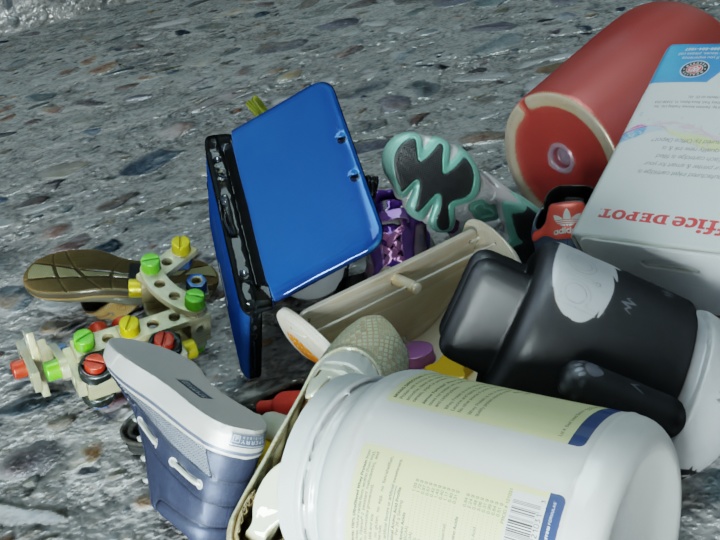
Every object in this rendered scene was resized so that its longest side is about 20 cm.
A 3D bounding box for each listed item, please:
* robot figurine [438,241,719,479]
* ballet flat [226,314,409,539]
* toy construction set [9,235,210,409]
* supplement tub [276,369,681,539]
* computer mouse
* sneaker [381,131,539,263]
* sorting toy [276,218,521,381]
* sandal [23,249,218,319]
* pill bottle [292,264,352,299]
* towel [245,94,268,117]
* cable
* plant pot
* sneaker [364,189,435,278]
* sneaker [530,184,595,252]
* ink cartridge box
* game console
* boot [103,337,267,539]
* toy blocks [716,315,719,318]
[{"bbox_3d":[0.152,0.060,0.678,0.200,0.125,0.150,24,49,0],"label":"robot figurine"},{"bbox_3d":[-0.024,0.113,0.681,0.067,0.062,0.200,24,73,13],"label":"ballet flat"},{"bbox_3d":[-0.219,0.055,0.926,0.200,0.092,0.131,-27,54,-13],"label":"toy construction set"},{"bbox_3d":[0.066,0.136,0.592,0.200,0.145,0.145,9,33,35],"label":"supplement tub"},{"bbox_3d":[0.000,0.000,0.915,0.034,0.059,0.200,17,63,-12],"label":"computer mouse"},{"bbox_3d":[0.080,-0.077,0.989,0.078,0.200,0.140,-54,29,4],"label":"sneaker"},{"bbox_3d":[0.070,0.068,0.789,0.200,0.107,0.180,-25,38,-28],"label":"sorting toy"},{"bbox_3d":[-0.246,0.021,1.056,0.199,0.054,0.080,2,32,-4],"label":"sandal"},{"bbox_3d":[-0.075,-0.048,1.042,0.112,0.113,0.200,-18,27,-11],"label":"pill bottle"},{"bbox_3d":[-0.036,-0.100,1.051,0.018,0.200,0.086,-46,39,3],"label":"towel"},{"bbox_3d":[-0.101,0.111,0.801,0.200,0.050,0.097,7,53,28],"label":"cable"},{"bbox_3d":[0.247,-0.135,0.982,0.177,0.201,0.200,-30,32,-30],"label":"plant pot"},{"bbox_3d":[0.031,-0.017,0.967,0.080,0.089,0.200,-7,28,6],"label":"sneaker"},{"bbox_3d":[0.184,-0.032,0.881,0.075,0.085,0.200,-4,5,10],"label":"sneaker"},{"bbox_3d":[0.268,-0.069,0.761,0.144,0.085,0.200,11,59,42],"label":"ink cartridge box"},{"bbox_3d":[-0.064,-0.035,0.902,0.118,0.171,0.200,-8,52,-12],"label":"game console"},{"bbox_3d":[-0.146,0.120,0.760,0.073,0.091,0.200,13,8,-37],"label":"boot"},{"bbox_3d":[0.269,0.015,0.805,0.136,0.100,0.200,-23,41,0],"label":"toy blocks"}]
